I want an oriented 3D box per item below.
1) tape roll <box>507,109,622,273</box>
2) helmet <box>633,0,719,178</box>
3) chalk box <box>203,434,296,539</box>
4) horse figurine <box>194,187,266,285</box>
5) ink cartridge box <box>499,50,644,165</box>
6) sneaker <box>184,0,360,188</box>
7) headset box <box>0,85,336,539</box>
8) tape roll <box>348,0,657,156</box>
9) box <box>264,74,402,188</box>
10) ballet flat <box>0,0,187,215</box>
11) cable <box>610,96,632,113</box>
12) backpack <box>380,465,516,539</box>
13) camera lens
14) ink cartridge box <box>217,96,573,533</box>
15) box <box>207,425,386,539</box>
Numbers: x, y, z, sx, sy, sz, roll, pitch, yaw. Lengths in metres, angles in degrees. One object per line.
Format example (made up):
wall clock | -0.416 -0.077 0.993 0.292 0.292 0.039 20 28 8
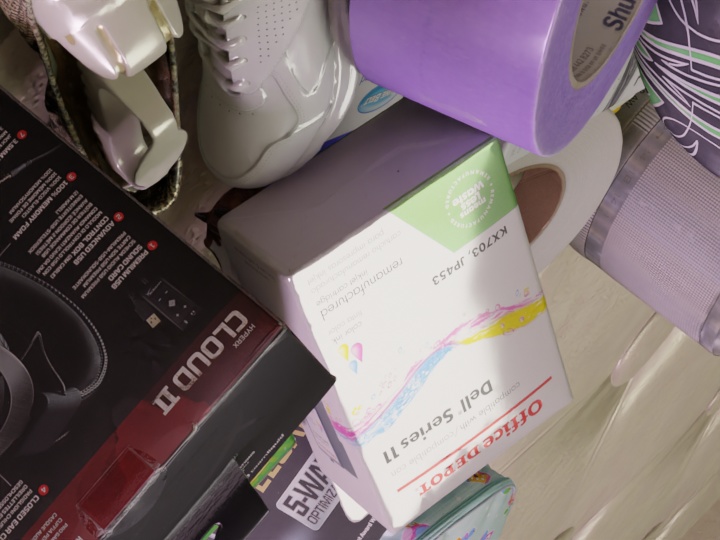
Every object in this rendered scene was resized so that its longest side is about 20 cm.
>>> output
tape roll | 0.073 -0.038 1.048 0.203 0.037 0.203 -30 153 -17
helmet | 0.228 -0.121 0.824 0.191 0.200 0.200 -38 156 -35
chalk box | -0.118 0.067 0.752 0.124 0.124 0.200 -47 159 -10
horse figurine | 0.000 0.000 0.849 0.200 0.050 0.133 -26 109 -40
ink cartridge box | 0.124 -0.161 0.939 0.200 0.083 0.145 -30 150 -43
sneaker | -0.048 -0.117 0.683 0.099 0.078 0.200 -21 136 -43
headset box | -0.119 0.037 0.590 0.149 0.200 0.077 -50 159 -5
tape roll | 0.079 -0.154 0.702 0.200 0.085 0.200 -57 163 -29
box | -0.003 -0.130 0.791 0.119 0.041 0.200 -27 151 -49
ballet flat | -0.089 -0.082 0.622 0.068 0.075 0.200 -26 154 -12
cable | 0.111 -0.084 1.090 0.200 0.050 0.097 -46 162 -14
backpack | 0.010 0.142 1.128 0.176 0.153 0.200 -31 145 -33
camera lens | 0.238 -0.049 1.208 0.160 0.200 0.160 -43 158 -22
ink cartridge box | 0.026 0.036 0.787 0.117 0.067 0.200 -35 129 -17
box | -0.084 0.133 0.897 0.200 0.158 0.050 -54 -166 10
